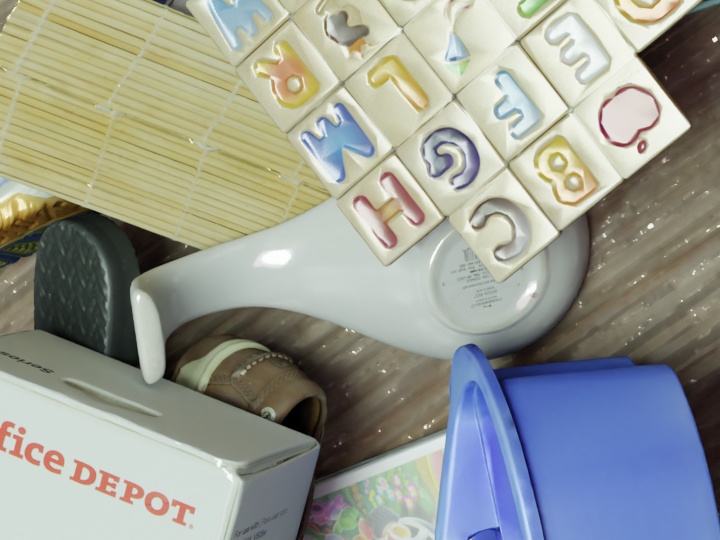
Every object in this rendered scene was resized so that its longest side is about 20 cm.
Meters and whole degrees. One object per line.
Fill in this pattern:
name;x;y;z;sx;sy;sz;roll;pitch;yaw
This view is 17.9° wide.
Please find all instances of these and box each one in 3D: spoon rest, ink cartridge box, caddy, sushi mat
spoon rest;0.000;0.000;0.947;0.199;0.061;0.100;-10;111;-13
ink cartridge box;-0.115;0.140;0.915;0.146;0.083;0.201;21;103;19
caddy;0.081;0.124;0.910;0.105;0.141;0.201;-12;91;-7
sushi mat;-0.061;-0.053;0.945;0.199;0.012;0.096;21;116;-18

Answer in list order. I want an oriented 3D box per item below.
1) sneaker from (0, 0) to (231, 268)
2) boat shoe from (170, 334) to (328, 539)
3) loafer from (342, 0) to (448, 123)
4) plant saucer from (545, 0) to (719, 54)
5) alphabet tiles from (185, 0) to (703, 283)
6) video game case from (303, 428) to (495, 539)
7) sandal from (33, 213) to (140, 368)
sneaker;-0.137;-0.068;0.995;0.200;0.075;0.088;-31;82;8
boat shoe;-0.057;0.133;0.966;0.075;0.075;0.203;18;104;39
loafer;0.080;-0.129;0.924;0.200;0.070;0.075;-29;92;1
plant saucer;0.158;-0.146;0.884;0.199;0.019;0.070;-19;93;-10
alphabet tiles;0.028;-0.103;0.874;0.166;0.006;0.200;-39;85;22
video game case;-0.008;0.166;1.016;0.199;0.018;0.144;-23;92;17
sandal;-0.110;0.072;0.994;0.075;0.048;0.201;30;121;42
